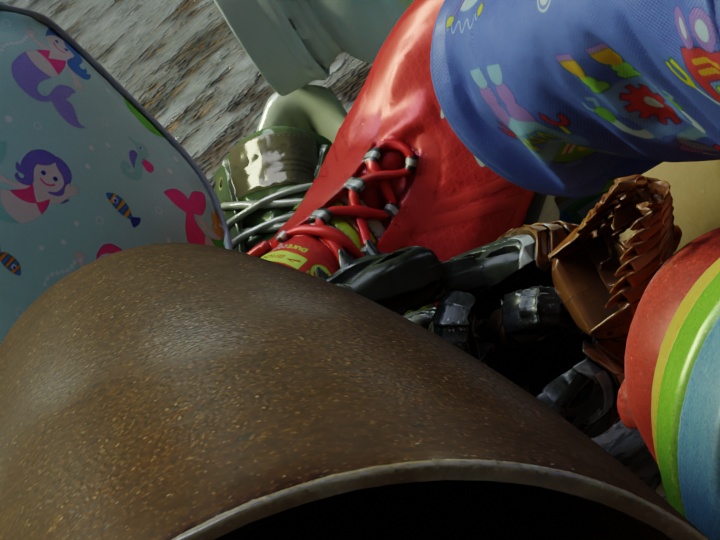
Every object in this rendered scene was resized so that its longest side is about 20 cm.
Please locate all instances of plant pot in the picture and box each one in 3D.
[{"bbox_3d":[-0.023,0.078,0.650,0.187,0.187,0.200,-39,30,3],"label":"plant pot"}]

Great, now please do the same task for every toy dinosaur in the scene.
[{"bbox_3d":[0.036,0.021,0.810,0.135,0.200,0.102,-21,52,-27],"label":"toy dinosaur"}]

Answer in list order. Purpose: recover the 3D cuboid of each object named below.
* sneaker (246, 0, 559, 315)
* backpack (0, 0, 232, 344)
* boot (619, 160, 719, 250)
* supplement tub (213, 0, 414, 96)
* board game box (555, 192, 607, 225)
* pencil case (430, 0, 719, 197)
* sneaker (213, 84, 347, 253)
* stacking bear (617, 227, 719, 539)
[{"bbox_3d":[0.000,0.000,0.893,0.077,0.085,0.200,25,92,30],"label":"sneaker"},{"bbox_3d":[-0.132,0.003,0.931,0.151,0.178,0.200,-39,11,34],"label":"backpack"},{"bbox_3d":[0.142,-0.094,0.841,0.175,0.066,0.200,-64,5,-21],"label":"boot"},{"bbox_3d":[0.028,-0.165,1.059,0.200,0.145,0.145,-29,19,5],"label":"supplement tub"},{"bbox_3d":[0.093,-0.048,1.022,0.200,0.034,0.135,-34,19,19],"label":"board game box"},{"bbox_3d":[0.087,-0.061,0.733,0.078,0.087,0.200,-57,14,-11],"label":"pencil case"},{"bbox_3d":[-0.032,-0.006,1.034,0.067,0.090,0.200,-5,20,11],"label":"sneaker"},{"bbox_3d":[0.118,0.036,0.670,0.121,0.114,0.200,-41,13,-3],"label":"stacking bear"}]
